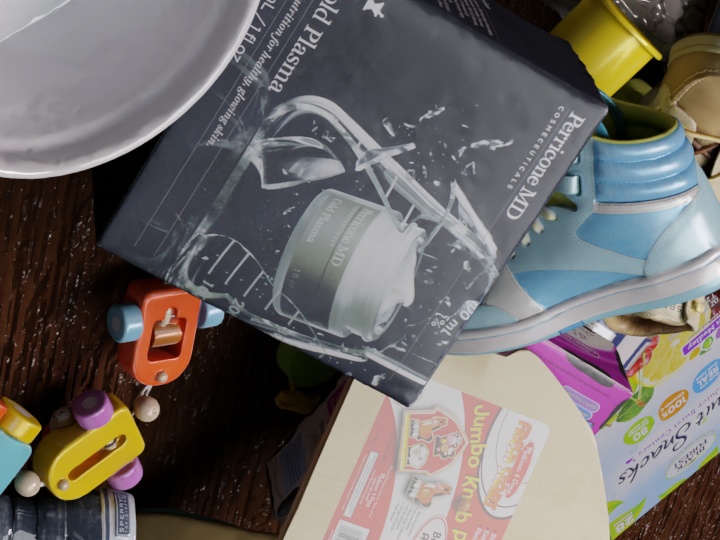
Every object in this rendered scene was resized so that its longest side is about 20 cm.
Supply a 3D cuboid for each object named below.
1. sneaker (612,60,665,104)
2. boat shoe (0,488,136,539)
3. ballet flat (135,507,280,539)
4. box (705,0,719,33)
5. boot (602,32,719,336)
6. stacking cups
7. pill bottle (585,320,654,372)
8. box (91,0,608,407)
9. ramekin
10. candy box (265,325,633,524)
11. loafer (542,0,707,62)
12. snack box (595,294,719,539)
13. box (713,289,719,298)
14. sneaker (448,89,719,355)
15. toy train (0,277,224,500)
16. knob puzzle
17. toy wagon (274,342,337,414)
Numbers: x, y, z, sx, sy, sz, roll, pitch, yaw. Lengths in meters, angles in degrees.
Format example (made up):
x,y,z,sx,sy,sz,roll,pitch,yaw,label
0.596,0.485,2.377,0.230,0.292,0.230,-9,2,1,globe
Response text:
x,y,z,sx,sy,sz,roll,pitch,yaw,label
0.164,-0.089,1.571,0.066,0.078,0.200,-23,121,-9,sneaker
-0.198,0.195,1.490,0.091,0.071,0.200,5,140,-13,boat shoe
-0.069,0.191,1.502,0.069,0.200,0.063,75,24,-53,ballet flat
0.319,-0.150,1.482,0.107,0.200,0.149,82,29,-73,box
0.191,-0.046,1.420,0.200,0.073,0.156,129,-23,-74,boot
0.083,-0.075,1.393,0.200,0.061,0.060,-45,144,12,stacking cups
0.106,0.069,1.613,0.200,0.111,0.111,-53,143,11,pill bottle
-0.011,-0.069,1.288,0.196,0.124,0.200,27,107,-18,box
-0.153,-0.155,1.148,0.200,0.105,0.200,-23,137,-23,ramekin
0.053,0.100,1.515,0.136,0.061,0.200,31,113,-25,candy box
0.123,-0.180,1.426,0.200,0.070,0.070,34,68,-37,loafer
0.211,0.081,1.762,0.169,0.068,0.200,-38,145,-11,snack box
0.275,-0.029,1.579,0.100,0.200,0.096,6,100,-11,box
0.103,-0.034,1.355,0.200,0.080,0.131,-17,114,14,sneaker
-0.179,0.063,1.388,0.200,0.056,0.150,-13,125,-34,toy train
0.060,0.137,1.464,0.219,0.030,0.220,-4,103,-16,knob puzzle
0.000,0.000,1.506,0.155,0.040,0.200,15,115,-49,toy wagon
